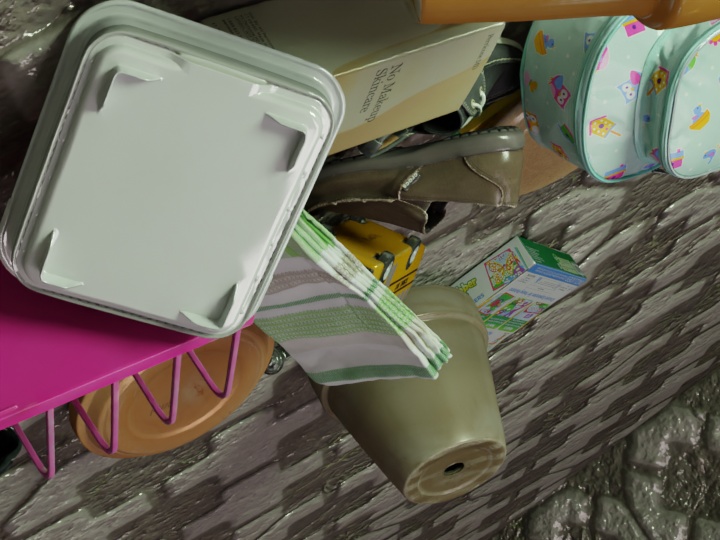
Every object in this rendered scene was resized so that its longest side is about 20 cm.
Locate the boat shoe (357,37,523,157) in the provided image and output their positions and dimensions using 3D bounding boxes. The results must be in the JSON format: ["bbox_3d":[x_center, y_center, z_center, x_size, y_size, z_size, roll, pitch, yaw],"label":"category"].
[{"bbox_3d":[0.060,-0.128,1.122,0.200,0.068,0.072,-18,152,-41],"label":"boat shoe"}]

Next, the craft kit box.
[{"bbox_3d":[0.148,0.044,1.727,0.197,0.049,0.200,-40,160,15],"label":"craft kit box"}]

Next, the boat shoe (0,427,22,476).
[{"bbox_3d":[-0.321,0.140,1.178,0.066,0.075,0.199,-35,162,2],"label":"boat shoe"}]

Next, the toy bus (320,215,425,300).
[{"bbox_3d":[0.000,0.000,1.253,0.078,0.065,0.200,-67,170,13],"label":"toy bus"}]

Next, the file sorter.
[{"bbox_3d":[-0.197,0.051,1.016,0.200,0.139,0.126,-23,149,-26],"label":"file sorter"}]

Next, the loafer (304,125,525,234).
[{"bbox_3d":[0.033,-0.060,1.143,0.200,0.071,0.073,-10,-175,27],"label":"loafer"}]

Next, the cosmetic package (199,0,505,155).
[{"bbox_3d":[-0.014,-0.133,0.982,0.200,0.071,0.105,-22,158,-27],"label":"cosmetic package"}]

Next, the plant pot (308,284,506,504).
[{"bbox_3d":[0.065,0.142,1.569,0.200,0.174,0.200,-17,144,-12],"label":"plant pot"}]

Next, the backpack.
[{"bbox_3d":[0.229,-0.157,1.153,0.200,0.153,0.176,-18,132,-20],"label":"backpack"}]

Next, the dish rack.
[{"bbox_3d":[-0.113,-0.047,0.886,0.171,0.044,0.200,17,118,-18],"label":"dish rack"}]

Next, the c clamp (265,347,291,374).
[{"bbox_3d":[-0.097,0.063,1.425,0.171,0.027,0.200,-43,157,16],"label":"c clamp"}]

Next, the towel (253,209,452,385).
[{"bbox_3d":[-0.042,0.028,1.151,0.149,0.031,0.200,-11,139,41],"label":"towel"}]

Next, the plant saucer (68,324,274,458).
[{"bbox_3d":[-0.164,0.102,1.334,0.200,0.032,0.200,-26,148,-18],"label":"plant saucer"}]

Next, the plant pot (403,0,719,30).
[{"bbox_3d":[0.103,-0.217,0.808,0.183,0.201,0.200,-15,160,-2],"label":"plant pot"}]

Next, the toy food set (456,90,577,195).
[{"bbox_3d":[0.174,-0.136,1.307,0.200,0.049,0.198,-34,161,5],"label":"toy food set"}]
